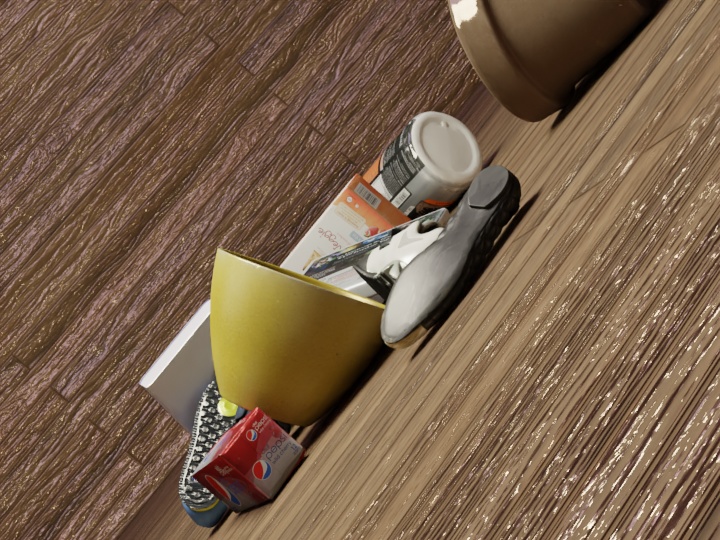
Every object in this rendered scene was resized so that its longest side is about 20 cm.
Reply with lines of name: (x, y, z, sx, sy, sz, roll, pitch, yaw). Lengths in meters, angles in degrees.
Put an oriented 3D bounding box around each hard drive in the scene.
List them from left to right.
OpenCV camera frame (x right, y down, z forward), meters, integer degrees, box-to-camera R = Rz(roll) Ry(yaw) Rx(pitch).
hard drive: (-0.167, 0.149, 1.718, 0.025, 0.200, 0.132, 19, 64, 49)

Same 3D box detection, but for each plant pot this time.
plant pot: (-0.075, 0.077, 1.443, 0.200, 0.198, 0.144, -157, 86, -87)
plant pot: (0.218, -0.290, 1.524, 0.174, 0.201, 0.201, -28, 15, 31)

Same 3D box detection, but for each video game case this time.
video game case: (0.000, 0.000, 1.657, 0.198, 0.024, 0.182, -22, 15, 25)

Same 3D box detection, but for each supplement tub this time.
supplement tub: (0.073, -0.120, 1.949, 0.123, 0.122, 0.200, -53, 4, -41)

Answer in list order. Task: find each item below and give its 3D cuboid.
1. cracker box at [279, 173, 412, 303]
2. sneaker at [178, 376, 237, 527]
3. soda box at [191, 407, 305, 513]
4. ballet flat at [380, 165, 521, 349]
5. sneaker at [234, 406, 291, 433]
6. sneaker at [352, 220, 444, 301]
cracker box: (-0.018, -0.006, 1.825, 0.200, 0.134, 0.058, -49, 4, 29)
sneaker: (-0.164, 0.208, 1.668, 0.079, 0.065, 0.202, 73, -152, -58)
soda box: (-0.118, 0.199, 1.446, 0.064, 0.070, 0.200, -50, 3, -21)
ballet flat: (0.087, -0.007, 1.250, 0.066, 0.057, 0.201, 22, 67, 41)
sneaker: (-0.105, 0.133, 1.568, 0.085, 0.074, 0.202, -70, -16, -60)
sneaker: (0.054, -0.008, 1.450, 0.089, 0.074, 0.200, -51, 13, -10)
